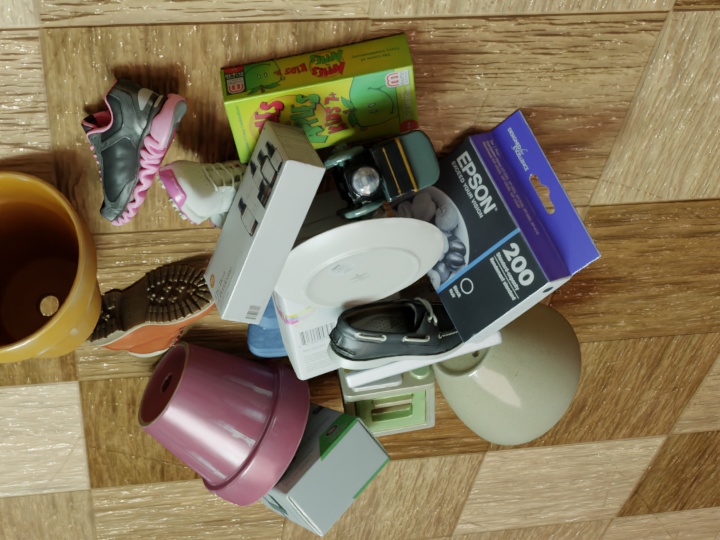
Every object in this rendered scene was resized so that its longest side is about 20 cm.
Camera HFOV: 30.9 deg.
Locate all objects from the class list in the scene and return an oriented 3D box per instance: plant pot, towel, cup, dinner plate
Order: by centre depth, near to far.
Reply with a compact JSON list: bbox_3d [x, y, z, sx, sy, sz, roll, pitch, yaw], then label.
[{"bbox_3d":[0.000,0.000,1.435,0.198,0.025,0.201,-12,154,-6],"label":"dinner plate"},{"bbox_3d":[-0.376,0.015,1.459,0.198,0.203,0.183,-13,162,3],"label":"plant pot"},{"bbox_3d":[-0.086,0.043,1.689,0.110,0.049,0.201,-2,145,-14],"label":"towel"},{"bbox_3d":[0.172,0.116,1.728,0.199,0.202,0.143,-30,143,26],"label":"cup"},{"bbox_3d":[-0.194,0.192,1.763,0.178,0.202,0.200,30,131,-24],"label":"plant pot"}]

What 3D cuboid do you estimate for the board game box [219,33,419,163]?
[{"bbox_3d":[-0.041,-0.180,1.380,0.197,0.048,0.102,-11,146,0],"label":"board game box"}]

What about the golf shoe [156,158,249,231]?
[{"bbox_3d":[-0.154,-0.096,1.421,0.091,0.076,0.200,-33,170,11],"label":"golf shoe"}]

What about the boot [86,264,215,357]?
[{"bbox_3d":[-0.246,0.056,1.648,0.198,0.076,0.107,-18,149,24],"label":"boot"}]

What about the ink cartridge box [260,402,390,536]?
[{"bbox_3d":[-0.070,0.267,1.799,0.084,0.146,0.199,50,162,-19],"label":"ink cartridge box"}]

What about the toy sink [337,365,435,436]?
[{"bbox_3d":[0.033,0.140,1.806,0.129,0.113,0.201,-9,146,-4],"label":"toy sink"}]

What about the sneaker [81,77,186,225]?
[{"bbox_3d":[-0.255,-0.130,1.387,0.094,0.080,0.201,24,136,-10],"label":"sneaker"}]

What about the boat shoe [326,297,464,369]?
[{"bbox_3d":[0.055,0.065,1.523,0.198,0.076,0.061,-15,136,-34],"label":"boat shoe"}]

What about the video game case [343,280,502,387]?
[{"bbox_3d":[0.068,0.071,1.657,0.198,0.182,0.023,-16,115,1],"label":"video game case"}]

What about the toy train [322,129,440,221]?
[{"bbox_3d":[0.020,-0.106,1.412,0.113,0.086,0.200,-21,-175,-4],"label":"toy train"}]

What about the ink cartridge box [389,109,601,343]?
[{"bbox_3d":[0.150,-0.048,1.500,0.200,0.200,0.043,-39,162,34],"label":"ink cartridge box"}]

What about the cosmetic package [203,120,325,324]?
[{"bbox_3d":[-0.105,-0.049,1.379,0.050,0.083,0.202,10,120,-28],"label":"cosmetic package"}]

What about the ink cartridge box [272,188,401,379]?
[{"bbox_3d":[-0.034,0.011,1.556,0.143,0.085,0.202,-17,127,-10],"label":"ink cartridge box"}]
